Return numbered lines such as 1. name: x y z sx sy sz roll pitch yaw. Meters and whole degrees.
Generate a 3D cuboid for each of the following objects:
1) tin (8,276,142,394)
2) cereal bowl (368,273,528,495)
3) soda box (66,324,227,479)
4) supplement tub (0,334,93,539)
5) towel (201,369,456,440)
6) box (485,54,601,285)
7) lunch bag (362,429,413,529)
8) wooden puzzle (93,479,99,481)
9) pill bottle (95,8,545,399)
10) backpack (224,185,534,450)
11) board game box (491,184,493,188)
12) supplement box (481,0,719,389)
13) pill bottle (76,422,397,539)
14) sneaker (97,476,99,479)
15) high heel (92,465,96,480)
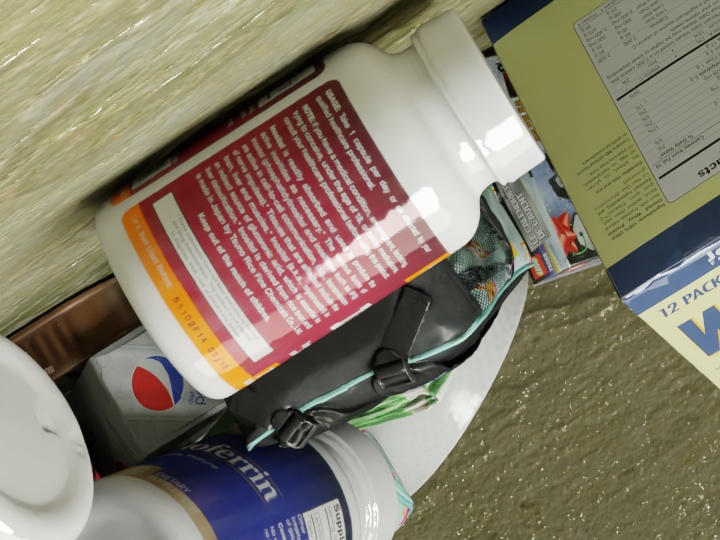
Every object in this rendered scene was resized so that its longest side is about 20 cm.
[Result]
1. tin: -0.204 0.065 1.556 0.199 0.042 0.112 -32 180 0
2. cereal bowl: 0.033 0.061 1.860 0.201 0.083 0.200 -57 -168 19
3. soda box: -0.131 0.082 1.581 0.063 0.068 0.200 -31 176 -16
4. supplement tub: -0.245 0.127 1.327 0.200 0.132 0.132 -33 175 25
5. towel: -0.007 0.059 1.643 0.199 0.023 0.153 -22 -155 37
6. box: 0.161 -0.081 1.630 0.199 0.138 0.040 -17 171 -39
7. lunch bag: -0.068 0.175 1.708 0.199 0.077 0.160 -34 163 0
8. wooden puzzle: -0.183 0.160 1.557 0.185 0.037 0.200 -31 170 31
9. pill bottle: -0.017 -0.035 1.253 0.199 0.113 0.113 -32 175 5
10. backpack: 0.000 0.000 1.480 0.175 0.154 0.200 -32 174 23
11. board game box: 0.007 -0.031 1.824 0.200 0.056 0.196 -34 176 17
12. supplement box: 0.197 -0.061 1.448 0.134 0.200 0.200 -33 146 14
13. pill bottle: -0.071 0.150 1.469 0.116 0.116 0.200 -35 170 35
14. sneaker: -0.225 0.137 2.057 0.115 0.079 0.200 -23 161 -12
15. high heel: -0.191 0.120 1.595 0.096 0.068 0.200 -22 167 23
